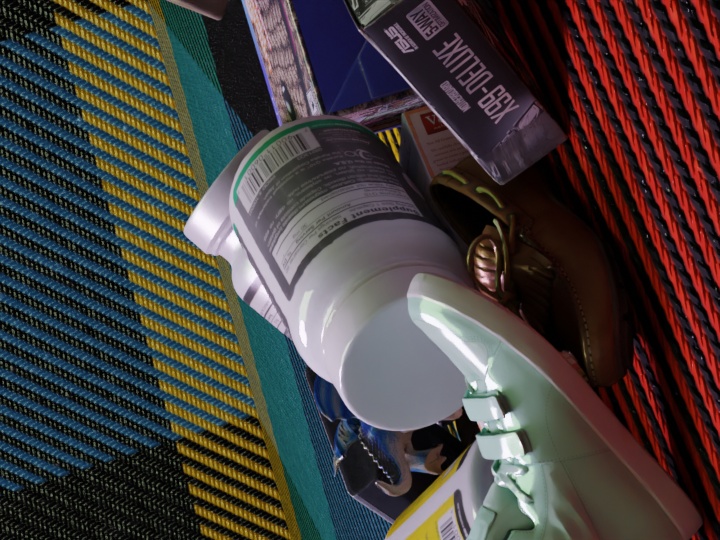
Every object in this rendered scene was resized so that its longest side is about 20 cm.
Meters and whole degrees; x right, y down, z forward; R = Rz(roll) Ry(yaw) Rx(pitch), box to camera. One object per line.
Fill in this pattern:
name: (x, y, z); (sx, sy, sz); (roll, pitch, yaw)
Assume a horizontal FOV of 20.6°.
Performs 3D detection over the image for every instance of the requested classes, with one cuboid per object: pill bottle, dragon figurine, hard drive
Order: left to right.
pill bottle: (-0.017, 0.000, 1.373); (0.200, 0.117, 0.116); (39, 168, 2)
pill bottle: (0.000, 0.000, 1.176); (0.200, 0.113, 0.114); (-121, 17, -52)
dragon figurine: (0.005, 0.090, 1.231); (0.200, 0.099, 0.059); (-68, -28, -54)
hard drive: (0.049, 0.151, 1.431); (0.200, 0.033, 0.140); (39, -162, -37)
pill bottle: (0.078, 0.173, 1.193); (0.200, 0.114, 0.115); (-52, 53, 54)

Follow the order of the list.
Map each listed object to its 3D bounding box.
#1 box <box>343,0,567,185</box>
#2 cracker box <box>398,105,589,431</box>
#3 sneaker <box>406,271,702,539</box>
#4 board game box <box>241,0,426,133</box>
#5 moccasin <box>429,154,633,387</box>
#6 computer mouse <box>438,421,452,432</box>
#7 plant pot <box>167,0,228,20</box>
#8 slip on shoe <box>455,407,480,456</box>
box: (0.026, -0.162, 1.083); (0.158, 0.050, 0.200); (43, -163, -48)
cracker box: (0.081, 0.009, 1.233); (0.134, 0.057, 0.201); (92, 158, -61)
sneaker: (0.071, 0.101, 1.027); (0.200, 0.118, 0.074); (46, 172, -1)
board game box: (-0.016, -0.177, 1.355); (0.200, 0.096, 0.160); (151, 102, -81)
moccasin: (0.091, -0.004, 1.080); (0.202, 0.077, 0.074); (-118, 15, -46)
computer mouse: (0.061, 0.120, 1.598); (0.200, 0.046, 0.141); (152, 102, -81)
plant pot: (-0.151, -0.280, 1.298); (0.174, 0.199, 0.200); (-67, 14, 4)
slip on shoe: (0.092, 0.140, 1.398); (0.200, 0.060, 0.076); (-126, 21, -64)
